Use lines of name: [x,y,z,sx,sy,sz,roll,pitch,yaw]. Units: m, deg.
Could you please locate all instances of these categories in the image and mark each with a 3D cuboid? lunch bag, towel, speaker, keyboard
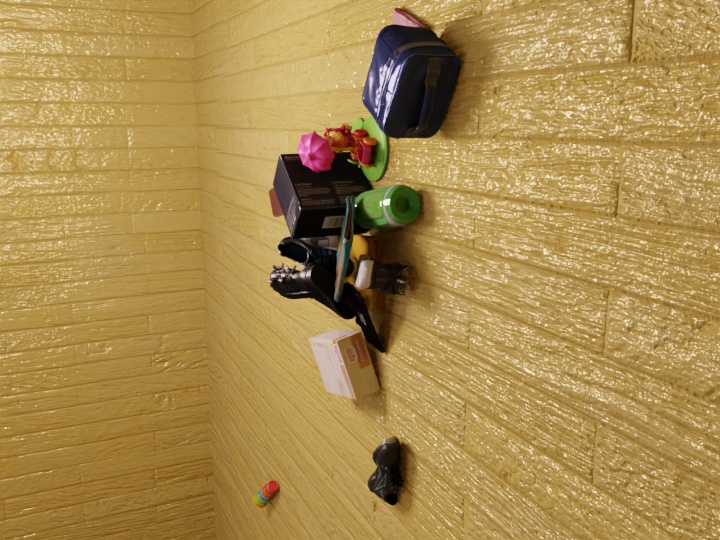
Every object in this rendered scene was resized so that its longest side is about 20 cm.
lunch bag: [0.093,-0.339,1.332,0.133,0.135,0.201,-119,33,-42]
towel: [-0.038,-0.047,1.579,0.201,0.021,0.148,103,172,-47]
towel: [0.085,-0.423,1.473,0.144,0.023,0.201,-125,37,-49]
speaker: [0.051,-0.135,1.534,0.200,0.088,0.089,180,85,-66]
keyboard: [0.012,0.098,1.663,0.104,0.039,0.201,37,155,46]

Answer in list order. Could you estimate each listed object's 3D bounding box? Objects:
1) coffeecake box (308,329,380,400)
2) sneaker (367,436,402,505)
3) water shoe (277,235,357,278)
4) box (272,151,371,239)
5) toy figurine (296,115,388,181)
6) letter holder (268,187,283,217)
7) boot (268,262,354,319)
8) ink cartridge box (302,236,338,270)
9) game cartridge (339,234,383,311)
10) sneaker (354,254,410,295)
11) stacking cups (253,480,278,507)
coffeecake box: [-0.043,0.234,1.798,0.200,0.073,0.155,-8,102,66]
sneaker: [0.071,0.465,1.652,0.079,0.075,0.201,44,142,37]
water shoe: [-0.107,-0.023,1.715,0.079,0.198,0.072,-49,-24,-71]
box: [-0.085,-0.181,1.690,0.104,0.198,0.183,113,144,-48]
toy figurine: [-0.059,-0.288,1.628,0.200,0.182,0.151,-126,38,-50]
letter holder: [-0.177,-0.181,2.019,0.200,0.100,0.144,166,96,-66]
boot: [-0.119,0.052,1.736,0.162,0.198,0.074,-6,51,44]
ink cartridge box: [-0.099,-0.069,1.827,0.146,0.087,0.202,-89,4,-70]
game cartridge: [0.000,0.000,1.747,0.200,0.032,0.178,-165,71,-67]
sneaker: [0.048,0.013,1.560,0.200,0.113,0.076,-114,35,-84]
stacking cups: [-0.357,0.835,2.681,0.200,0.060,0.061,119,139,-51]
